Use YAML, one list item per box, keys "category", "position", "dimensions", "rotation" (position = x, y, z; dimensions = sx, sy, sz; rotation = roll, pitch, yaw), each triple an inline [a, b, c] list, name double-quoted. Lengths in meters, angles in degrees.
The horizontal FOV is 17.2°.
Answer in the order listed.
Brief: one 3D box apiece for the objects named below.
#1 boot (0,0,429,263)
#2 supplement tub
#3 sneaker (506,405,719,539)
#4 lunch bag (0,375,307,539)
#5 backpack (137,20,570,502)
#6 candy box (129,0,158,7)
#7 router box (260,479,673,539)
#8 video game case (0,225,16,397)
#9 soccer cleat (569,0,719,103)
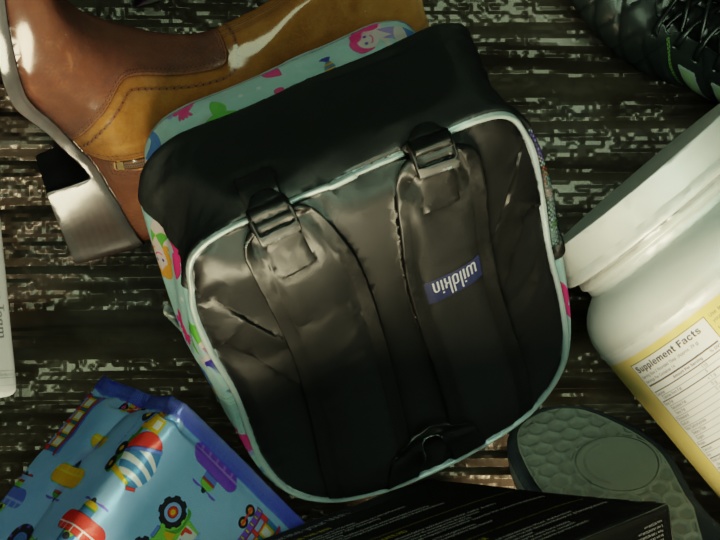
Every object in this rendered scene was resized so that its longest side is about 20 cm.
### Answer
- category: "boot"
  position: [-0.065, -0.107, 1.087]
  dimensions: [0.199, 0.069, 0.189]
  rotation: [-21, 121, -4]
- category: "supplement tub"
  position: [0.196, 0.030, 1.096]
  dimensions: [0.145, 0.145, 0.200]
  rotation: [-40, 90, -6]
- category: "sneaker"
  position: [0.134, 0.168, 1.119]
  dimensions: [0.077, 0.147, 0.202]
  rotation: [-23, 46, -25]
- category: "lunch bag"
  position: [-0.082, 0.173, 1.091]
  dimensions: [0.200, 0.094, 0.151]
  rotation: [46, 73, -25]
- category: "backpack"
  position: [0.000, 0.000, 1.072]
  dimensions: [0.177, 0.151, 0.201]
  rotation: [-25, 128, -5]
- category: "candy box"
  position: [-0.075, -0.242, 1.135]
  dimensions: [0.136, 0.061, 0.201]
  rotation: [-16, 89, -5]
- category: "router box"
  position: [0.017, 0.140, 1.011]
  dimensions: [0.199, 0.149, 0.051]
  rotation: [-15, 101, -42]
- category: "video game case"
  position: [-0.248, -0.024, 1.077]
  dimensions: [0.199, 0.024, 0.183]
  rotation: [-8, 86, 28]
- category: "soccer cleat"
  position: [0.188, -0.105, 1.136]
  dimensions: [0.200, 0.081, 0.068]
  rotation: [33, 84, -2]
